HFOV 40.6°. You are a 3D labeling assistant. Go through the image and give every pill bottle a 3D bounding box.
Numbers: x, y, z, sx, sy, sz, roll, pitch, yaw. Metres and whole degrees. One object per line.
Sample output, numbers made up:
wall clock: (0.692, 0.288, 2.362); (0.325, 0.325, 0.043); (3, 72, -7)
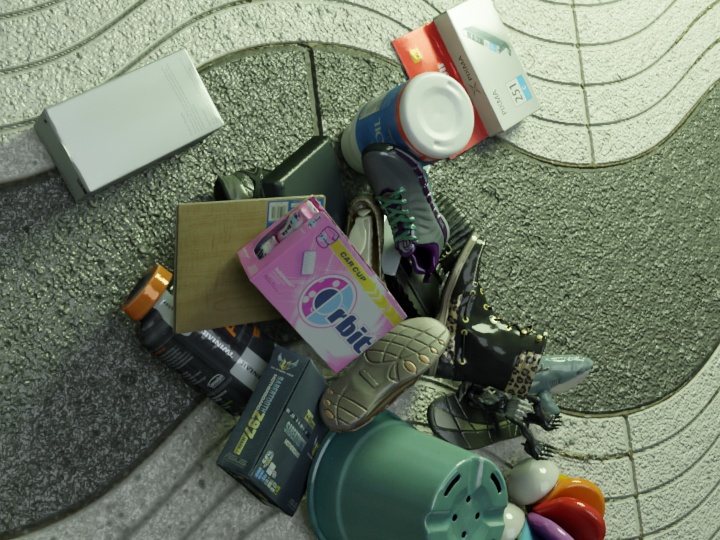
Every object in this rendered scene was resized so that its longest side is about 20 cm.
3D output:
pill bottle: (-0.196, 0.081, 1.198); (0.200, 0.106, 0.107); (42, 67, -18)
pill bottle: (0.054, -0.187, 1.309); (0.111, 0.200, 0.113); (4, 82, -27)

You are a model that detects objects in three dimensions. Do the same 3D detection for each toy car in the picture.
toy car: (0.275, 0.379, 1.392); (0.200, 0.150, 0.175); (-45, 105, -25)

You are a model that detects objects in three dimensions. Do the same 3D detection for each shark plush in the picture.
shark plush: (0.239, 0.132, 1.441); (0.199, 0.084, 0.091); (24, 40, -6)

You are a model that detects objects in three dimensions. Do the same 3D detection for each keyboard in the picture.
keyboard: (0.047, -0.079, 1.357); (0.056, 0.011, 0.201); (17, 57, 4)

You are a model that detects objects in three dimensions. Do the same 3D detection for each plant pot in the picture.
plant pot: (0.068, 0.289, 1.238); (0.199, 0.195, 0.202); (-4, 96, -42)

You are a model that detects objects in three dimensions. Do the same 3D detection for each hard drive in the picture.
hard drive: (-0.060, -0.055, 1.259); (0.140, 0.033, 0.201); (-48, 134, -47)

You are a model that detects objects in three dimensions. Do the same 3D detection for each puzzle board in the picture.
puzzle board: (-0.131, -0.011, 1.156); (0.199, 0.017, 0.152); (-7, 109, -36)

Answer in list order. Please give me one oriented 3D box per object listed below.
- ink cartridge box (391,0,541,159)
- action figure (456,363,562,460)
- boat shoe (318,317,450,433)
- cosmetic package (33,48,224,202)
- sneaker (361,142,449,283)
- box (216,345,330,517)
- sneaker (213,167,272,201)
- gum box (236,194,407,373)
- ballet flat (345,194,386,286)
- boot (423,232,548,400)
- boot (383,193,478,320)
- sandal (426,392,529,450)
ink cartridge box: (0.164, -0.295, 1.470); (0.176, 0.045, 0.201); (-33, 100, -28)
action figure: (0.211, 0.168, 1.359); (0.200, 0.102, 0.119); (46, 52, -21)
boat shoe: (0.029, 0.133, 1.236); (0.199, 0.072, 0.076); (-35, 67, -14)
cosmetic package: (-0.283, -0.179, 1.196); (0.199, 0.081, 0.114); (-30, 98, -26)
sneaker: (0.060, -0.074, 1.253); (0.200, 0.074, 0.088); (52, 37, -38)
box: (-0.092, 0.203, 1.202); (0.051, 0.200, 0.159); (19, 69, 20)
sneaker: (-0.105, -0.044, 1.278); (0.113, 0.076, 0.201); (-22, 90, -22)
gum box: (-0.046, 0.015, 1.155); (0.113, 0.066, 0.200); (-38, 127, 2)
ballet flat: (0.000, 0.000, 1.265); (0.067, 0.075, 0.202); (0, 89, 10)
boot: (0.175, 0.064, 1.293); (0.149, 0.073, 0.202); (19, 80, 4)
boot: (0.112, 0.011, 1.386); (0.157, 0.079, 0.212); (-30, 98, -27)
sandal: (0.167, 0.221, 1.409); (0.200, 0.057, 0.081); (8, 71, -42)
